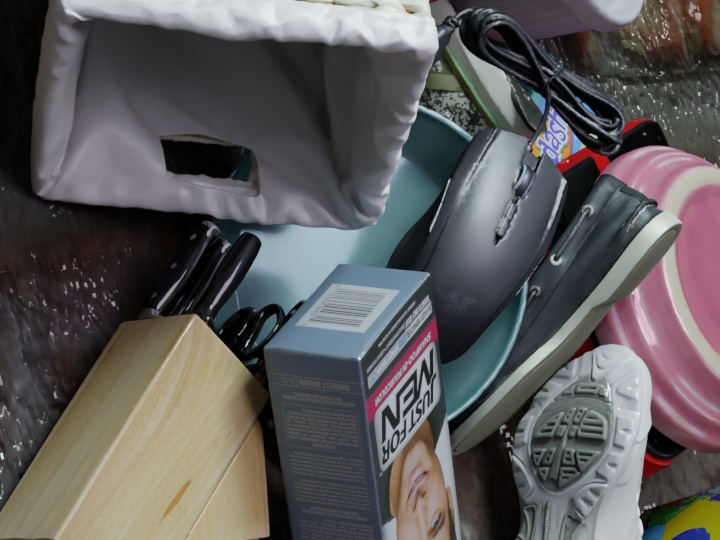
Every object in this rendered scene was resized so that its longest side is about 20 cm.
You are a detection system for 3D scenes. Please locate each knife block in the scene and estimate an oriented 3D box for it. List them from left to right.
[{"bbox_3d":[-0.109,0.061,1.389,0.199,0.064,0.177,-3,86,-45],"label":"knife block"}]

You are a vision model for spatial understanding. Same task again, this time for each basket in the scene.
[{"bbox_3d":[-0.071,-0.139,1.399,0.197,0.200,0.162,5,60,-8],"label":"basket"}]

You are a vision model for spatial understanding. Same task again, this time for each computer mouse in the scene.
[{"bbox_3d":[0.062,-0.054,1.499,0.140,0.046,0.200,42,76,-17],"label":"computer mouse"}]

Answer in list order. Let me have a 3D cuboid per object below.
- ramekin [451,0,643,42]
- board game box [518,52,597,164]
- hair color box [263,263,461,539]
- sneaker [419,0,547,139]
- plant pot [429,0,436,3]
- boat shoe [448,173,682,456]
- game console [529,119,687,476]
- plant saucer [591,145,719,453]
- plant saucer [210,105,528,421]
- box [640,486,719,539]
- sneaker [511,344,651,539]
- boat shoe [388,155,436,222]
[{"bbox_3d":[0.101,-0.239,1.694,0.202,0.094,0.203,45,35,-44],"label":"ramekin"},{"bbox_3d":[0.149,-0.019,1.714,0.200,0.045,0.152,46,48,-22],"label":"board game box"},{"bbox_3d":[0.005,0.109,1.435,0.099,0.060,0.201,-48,138,-52],"label":"hair color box"},{"bbox_3d":[0.024,-0.136,1.615,0.200,0.089,0.077,51,5,20],"label":"sneaker"},{"bbox_3d":[0.075,-0.302,1.508,0.199,0.200,0.177,-17,54,-8],"label":"plant pot"},{"bbox_3d":[0.104,0.024,1.577,0.066,0.200,0.074,45,17,15],"label":"boat shoe"},{"bbox_3d":[0.179,0.016,1.681,0.177,0.031,0.201,-30,97,-50],"label":"game console"},{"bbox_3d":[0.220,0.013,1.666,0.200,0.051,0.202,22,58,-40],"label":"plant saucer"},{"bbox_3d":[0.000,0.000,1.520,0.199,0.036,0.201,0,89,-20],"label":"plant saucer"},{"bbox_3d":[0.249,0.235,1.599,0.122,0.192,0.201,45,46,-21],"label":"box"},{"bbox_3d":[0.139,0.145,1.600,0.099,0.078,0.201,15,91,-56],"label":"sneaker"},{"bbox_3d":[0.008,-0.061,1.578,0.059,0.072,0.201,-34,105,-26],"label":"boat shoe"}]
